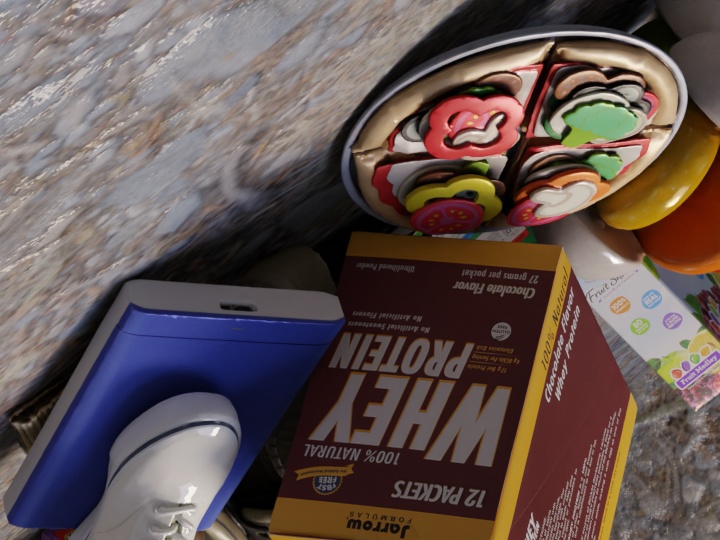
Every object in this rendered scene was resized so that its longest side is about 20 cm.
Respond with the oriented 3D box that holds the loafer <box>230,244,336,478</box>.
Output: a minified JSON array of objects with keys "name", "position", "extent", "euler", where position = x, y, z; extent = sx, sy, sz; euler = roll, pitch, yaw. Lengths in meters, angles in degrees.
[{"name":"loafer","position":[-0.022,0.067,1.640],"extent":[0.068,0.076,0.200],"euler":[-54,142,-38]}]

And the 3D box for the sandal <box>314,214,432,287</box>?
[{"name":"sandal","position":[0.000,0.000,1.703],"extent":[0.200,0.045,0.075],"euler":[-33,168,-23]}]

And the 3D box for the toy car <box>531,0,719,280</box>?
[{"name":"toy car","position":[0.201,-0.073,1.671],"extent":[0.175,0.150,0.200],"euler":[-44,-156,23]}]

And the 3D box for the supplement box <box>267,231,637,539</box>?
[{"name":"supplement box","position":[0.061,0.114,1.583],"extent":[0.200,0.132,0.198],"euler":[59,41,-55]}]

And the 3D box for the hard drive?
[{"name":"hard drive","position":[-0.108,0.081,1.532],"extent":[0.132,0.025,0.200],"euler":[4,139,-29]}]

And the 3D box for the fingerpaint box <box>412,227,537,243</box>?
[{"name":"fingerpaint box","position":[0.072,0.011,1.907],"extent":[0.200,0.073,0.167],"euler":[-41,169,18]}]

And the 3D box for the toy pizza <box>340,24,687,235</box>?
[{"name":"toy pizza","position":[0.088,-0.068,1.507],"extent":[0.200,0.032,0.200],"euler":[-10,150,-6]}]

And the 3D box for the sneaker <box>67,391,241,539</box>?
[{"name":"sneaker","position":[-0.115,0.148,1.534],"extent":[0.073,0.071,0.200],"euler":[2,140,-27]}]

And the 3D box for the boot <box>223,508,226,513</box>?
[{"name":"boot","position":[-0.081,0.155,1.799],"extent":[0.096,0.200,0.074],"euler":[-58,-163,23]}]

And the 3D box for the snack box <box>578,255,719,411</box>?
[{"name":"snack box","position":[0.191,-0.011,1.826],"extent":[0.053,0.142,0.200],"euler":[-41,-162,19]}]

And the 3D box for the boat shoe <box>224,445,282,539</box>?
[{"name":"boat shoe","position":[-0.057,0.144,1.721],"extent":[0.073,0.200,0.065],"euler":[-33,-157,6]}]

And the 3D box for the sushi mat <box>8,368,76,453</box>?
[{"name":"sushi mat","position":[-0.160,0.083,1.616],"extent":[0.096,0.012,0.200],"euler":[-37,169,-9]}]

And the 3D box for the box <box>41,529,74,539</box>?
[{"name":"box","position":[-0.107,0.189,1.897],"extent":[0.200,0.137,0.039],"euler":[-29,139,-39]}]

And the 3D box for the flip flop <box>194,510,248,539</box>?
[{"name":"flip flop","position":[-0.121,0.161,1.688],"extent":[0.058,0.081,0.200],"euler":[-55,152,-22]}]
